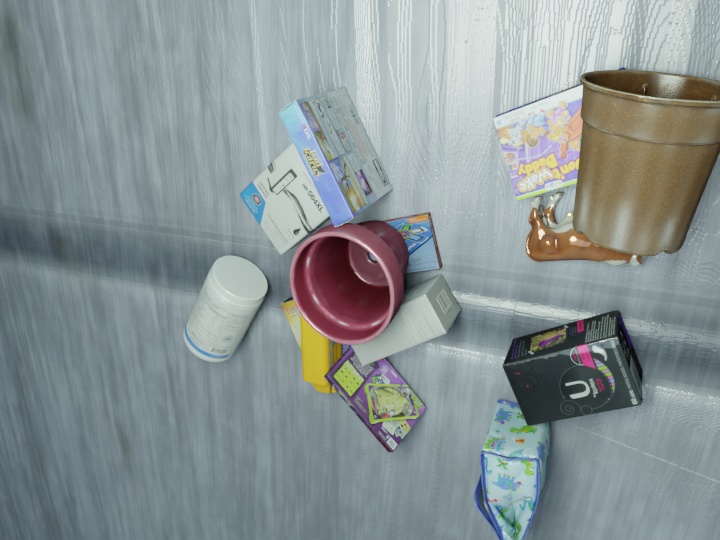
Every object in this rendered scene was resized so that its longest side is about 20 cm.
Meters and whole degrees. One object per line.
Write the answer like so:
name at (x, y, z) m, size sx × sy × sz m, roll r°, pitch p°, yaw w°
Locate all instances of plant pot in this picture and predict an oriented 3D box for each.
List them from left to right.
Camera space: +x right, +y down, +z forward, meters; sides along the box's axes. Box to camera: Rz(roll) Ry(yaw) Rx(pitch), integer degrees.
plant pot at (0.000, 0.000, 1.057) m, size 0.194 × 0.179 × 0.206 m, roll 10°, pitch 115°, yaw 22°
plant pot at (0.370, -0.142, 0.788) m, size 0.195 × 0.200 × 0.204 m, roll 14°, pitch 119°, yaw 20°

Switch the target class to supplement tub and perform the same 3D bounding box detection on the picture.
supplement tub at (-0.292, 0.085, 1.287) m, size 0.131 × 0.132 × 0.202 m, roll 38°, pitch 121°, yaw 7°

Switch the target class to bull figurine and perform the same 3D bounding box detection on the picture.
bull figurine at (0.358, -0.063, 0.946) m, size 0.194 × 0.065 × 0.126 m, roll -3°, pitch 102°, yaw 21°

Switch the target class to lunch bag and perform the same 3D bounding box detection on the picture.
lunch bag at (0.282, 0.370, 1.093) m, size 0.124 × 0.170 × 0.206 m, roll 1°, pitch 112°, yaw 25°

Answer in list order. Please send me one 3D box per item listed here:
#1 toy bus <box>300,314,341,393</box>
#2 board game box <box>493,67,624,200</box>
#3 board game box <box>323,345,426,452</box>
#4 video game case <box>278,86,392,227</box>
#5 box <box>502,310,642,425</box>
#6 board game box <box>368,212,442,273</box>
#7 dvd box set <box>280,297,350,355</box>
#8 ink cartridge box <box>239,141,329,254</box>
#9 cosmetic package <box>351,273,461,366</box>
toy bus at (-0.078, 0.156, 1.202) m, size 0.063 × 0.078 × 0.206 m, roll 10°, pitch 115°, yaw 21°
board game box at (0.318, -0.205, 0.919) m, size 0.195 × 0.045 × 0.138 m, roll -15°, pitch 103°, yaw 30°
board game box at (0.031, 0.242, 1.191) m, size 0.201 × 0.120 × 0.032 m, roll 50°, pitch 156°, yaw -4°
video game case at (-0.035, -0.198, 1.016) m, size 0.045 × 0.181 × 0.204 m, roll -22°, pitch 100°, yaw 30°
box at (0.358, 0.167, 1.012) m, size 0.196 × 0.106 × 0.125 m, roll -21°, pitch 100°, yaw 32°
board game box at (0.051, -0.042, 1.132) m, size 0.194 × 0.019 × 0.106 m, roll -7°, pitch 108°, yaw 29°
dvd box set at (-0.071, 0.140, 1.257) m, size 0.143 × 0.029 × 0.205 m, roll -16°, pitch 103°, yaw 30°
ink cartridge box at (-0.111, -0.150, 1.130) m, size 0.198 × 0.084 × 0.148 m, roll -35°, pitch 92°, yaw 33°
cosmetic package at (0.076, 0.094, 1.123) m, size 0.197 × 0.107 × 0.092 m, roll -29°, pitch 97°, yaw 34°
